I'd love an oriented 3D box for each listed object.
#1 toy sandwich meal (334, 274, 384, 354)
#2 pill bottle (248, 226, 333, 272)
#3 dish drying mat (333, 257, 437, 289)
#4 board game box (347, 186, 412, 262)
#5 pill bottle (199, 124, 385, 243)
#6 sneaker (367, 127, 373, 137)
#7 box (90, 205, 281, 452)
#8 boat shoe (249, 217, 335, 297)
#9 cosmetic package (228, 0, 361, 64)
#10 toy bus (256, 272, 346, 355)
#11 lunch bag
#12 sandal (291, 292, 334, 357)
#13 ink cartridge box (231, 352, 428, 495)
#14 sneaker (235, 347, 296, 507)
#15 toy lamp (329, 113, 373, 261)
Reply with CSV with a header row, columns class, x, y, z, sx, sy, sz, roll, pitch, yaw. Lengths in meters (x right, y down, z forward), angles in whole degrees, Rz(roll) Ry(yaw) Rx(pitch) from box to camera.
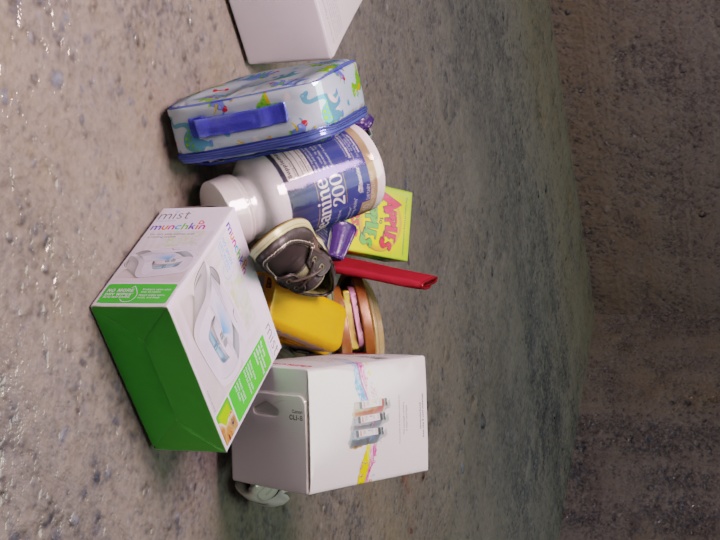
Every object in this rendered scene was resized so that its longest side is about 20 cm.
class,x,y,z,sx,sy,sz,roll,pitch,yaw
toy sandwich meal,-0.024,0.092,1.677,0.205,0.070,0.206,175,-90,-71
pill bottle,-0.083,-0.099,1.509,0.111,0.111,0.200,55,39,-57
dish drying mat,0.000,0.000,1.609,0.077,0.200,0.018,-18,118,-70
board game box,-0.016,-0.075,1.659,0.200,0.048,0.102,9,82,-42
pill bottle,-0.080,-0.094,1.380,0.200,0.111,0.111,-22,116,-27
sneaker,-0.021,-0.189,1.711,0.200,0.091,0.078,20,71,-69
box,-0.180,0.061,1.266,0.177,0.096,0.200,-62,145,-48
boat shoe,-0.065,-0.009,1.332,0.065,0.073,0.200,54,9,13
cosmetic package,-0.085,-0.398,1.492,0.200,0.123,0.200,-69,151,-47
toy bus,-0.082,0.056,1.458,0.200,0.078,0.065,28,68,-55
lunch bag,-0.104,-0.176,1.323,0.161,0.200,0.083,-45,125,-65
sandal,-0.077,0.060,1.582,0.057,0.080,0.201,-36,125,-49
ink cartridge box,-0.038,0.176,1.415,0.200,0.145,0.145,-1,90,-44
sneaker,-0.115,0.193,1.483,0.081,0.075,0.201,26,65,-58
toy lamp,-0.024,-0.113,1.582,0.058,0.058,0.201,34,62,-66
